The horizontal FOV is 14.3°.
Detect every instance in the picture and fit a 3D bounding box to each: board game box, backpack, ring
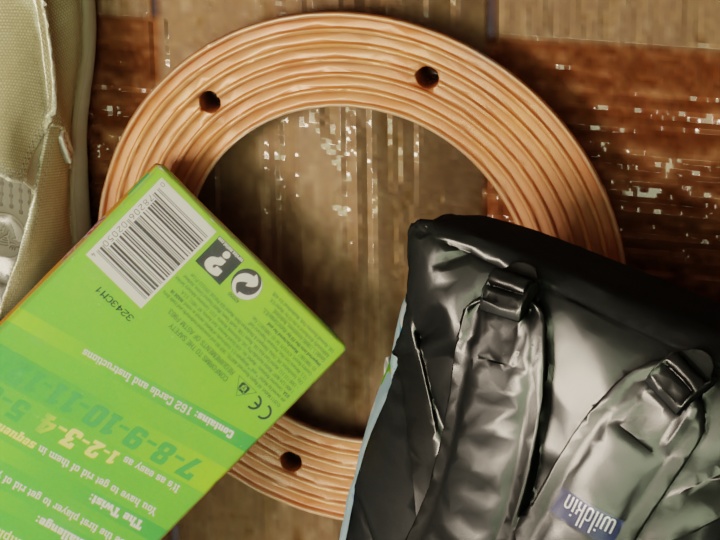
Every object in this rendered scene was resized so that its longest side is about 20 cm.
[{"bbox_3d":[-0.108,0.065,1.030,0.096,0.030,0.200,45,86,-7],"label":"board game box"},{"bbox_3d":[0.069,0.096,0.982,0.163,0.154,0.200,23,101,19],"label":"backpack"},{"bbox_3d":[0.000,0.000,1.046,0.200,0.019,0.201,6,113,14],"label":"ring"}]

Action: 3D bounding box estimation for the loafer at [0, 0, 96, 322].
[{"bbox_3d":[-0.137,-0.058,1.036,0.076,0.068,0.200,0,111,18],"label":"loafer"}]
